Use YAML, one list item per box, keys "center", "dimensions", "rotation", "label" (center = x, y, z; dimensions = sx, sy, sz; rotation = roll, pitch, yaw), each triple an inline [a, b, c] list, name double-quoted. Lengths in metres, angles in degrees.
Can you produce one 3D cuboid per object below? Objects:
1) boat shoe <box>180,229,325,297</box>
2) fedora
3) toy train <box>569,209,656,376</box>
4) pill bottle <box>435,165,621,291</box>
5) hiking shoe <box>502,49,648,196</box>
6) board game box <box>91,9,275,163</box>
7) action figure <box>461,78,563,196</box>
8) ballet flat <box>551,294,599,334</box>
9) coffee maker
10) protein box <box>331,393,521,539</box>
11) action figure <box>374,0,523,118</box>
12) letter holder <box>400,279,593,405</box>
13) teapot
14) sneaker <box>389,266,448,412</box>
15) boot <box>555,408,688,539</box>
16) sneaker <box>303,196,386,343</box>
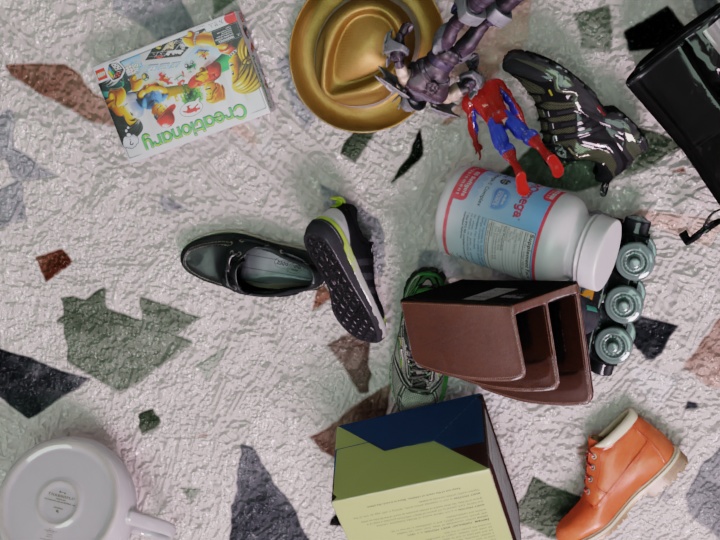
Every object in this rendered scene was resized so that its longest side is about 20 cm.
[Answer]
- center: [-0.139, -0.002, 1.331]
  dimensions: [0.196, 0.066, 0.076]
  rotation: [12, 107, 5]
  label: "boat shoe"
- center: [0.003, -0.254, 1.230]
  dimensions: [0.197, 0.082, 0.204]
  rotation: [2, 106, 8]
  label: "fedora"
- center: [0.287, 0.025, 1.273]
  dimensions: [0.112, 0.085, 0.203]
  rotation: [14, 107, 14]
  label: "toy train"
- center: [0.193, -0.046, 1.216]
  dimensions: [0.198, 0.108, 0.111]
  rotation: [19, 109, 27]
  label: "pill bottle"
- center: [0.234, -0.172, 1.224]
  dimensions: [0.199, 0.076, 0.101]
  rotation: [36, 104, -4]
  label: "hiking shoe"
- center: [-0.217, -0.224, 1.297]
  dimensions: [0.197, 0.035, 0.128]
  rotation: [-18, 103, 13]
  label: "board game box"
- center: [0.170, -0.146, 1.205]
  dimensions: [0.064, 0.201, 0.100]
  rotation: [-26, 136, 3]
  label: "action figure"
- center: [0.206, 0.061, 1.243]
  dimensions: [0.074, 0.073, 0.199]
  rotation: [57, 149, -9]
  label: "ballet flat"
- center: [0.384, -0.162, 1.167]
  dimensions: [0.191, 0.135, 0.201]
  rotation: [-40, 91, 6]
  label: "coffee maker"
- center: [0.088, 0.291, 1.317]
  dimensions: [0.195, 0.136, 0.202]
  rotation: [-14, 121, 12]
  label: "protein box"
- center: [0.098, -0.243, 1.155]
  dimensions: [0.128, 0.070, 0.200]
  rotation: [11, 139, -33]
  label: "action figure"
- center: [0.151, 0.092, 1.184]
  dimensions: [0.099, 0.199, 0.145]
  rotation: [-16, 99, -32]
  label: "letter holder"
- center: [-0.381, 0.326, 1.423]
  dimensions: [0.196, 0.146, 0.201]
  rotation: [-34, 69, -10]
  label: "teapot"
- center: [0.071, 0.103, 1.321]
  dimensions: [0.077, 0.085, 0.204]
  rotation: [3, 107, 8]
  label: "sneaker"
- center: [0.306, 0.267, 1.344]
  dimensions: [0.107, 0.075, 0.200]
  rotation: [44, 98, -2]
  label: "boot"
- center: [0.000, 0.000, 1.309]
  dimensions: [0.071, 0.083, 0.202]
  rotation: [11, 135, 39]
  label: "sneaker"
